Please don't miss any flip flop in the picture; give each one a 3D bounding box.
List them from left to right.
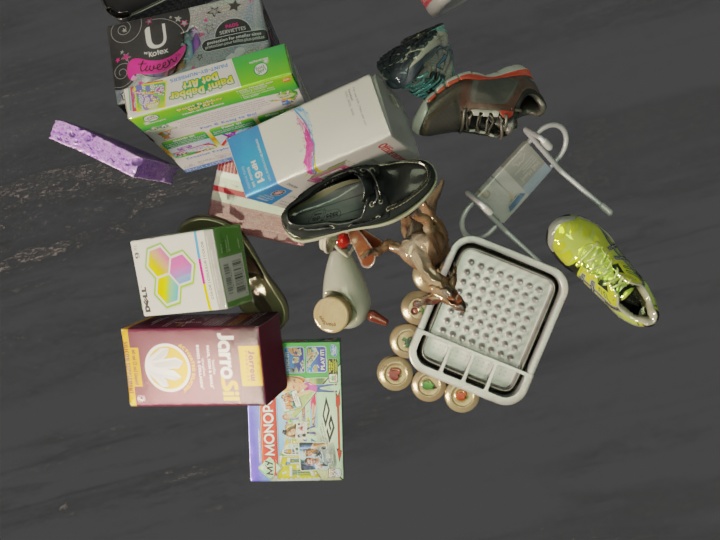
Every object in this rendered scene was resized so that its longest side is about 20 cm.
[{"bbox_3d":[-0.175,0.007,1.133,0.081,0.058,0.200,-33,97,21],"label":"flip flop"}]

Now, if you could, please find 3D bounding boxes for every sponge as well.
[{"bbox_3d":[-0.310,-0.149,1.058,0.111,0.200,0.030,24,93,-1],"label":"sponge"}]

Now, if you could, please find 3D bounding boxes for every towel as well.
[{"bbox_3d":[-0.125,-0.144,1.143,0.144,0.023,0.200,13,94,2],"label":"towel"}]

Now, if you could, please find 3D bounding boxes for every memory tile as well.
[{"bbox_3d":[0.121,0.091,1.159,0.153,0.017,0.200,19,95,0],"label":"memory tile"}]

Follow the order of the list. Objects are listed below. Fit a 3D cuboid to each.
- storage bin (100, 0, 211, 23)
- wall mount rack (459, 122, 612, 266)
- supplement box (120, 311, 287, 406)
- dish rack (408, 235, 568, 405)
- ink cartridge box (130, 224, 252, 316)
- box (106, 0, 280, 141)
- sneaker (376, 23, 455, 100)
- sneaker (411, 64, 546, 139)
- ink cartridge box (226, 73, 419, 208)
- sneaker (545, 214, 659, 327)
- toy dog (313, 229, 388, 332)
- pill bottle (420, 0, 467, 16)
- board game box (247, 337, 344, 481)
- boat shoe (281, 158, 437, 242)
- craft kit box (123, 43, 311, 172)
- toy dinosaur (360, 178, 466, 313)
[{"bbox_3d":[-0.254,-0.419,1.086,0.200,0.094,0.135,-24,94,4],"label":"storage bin"},{"bbox_3d":[0.239,-0.093,1.115,0.200,0.075,0.174,-48,124,6],"label":"wall mount rack"},{"bbox_3d":[-0.210,0.120,1.115,0.200,0.086,0.111,-3,99,14],"label":"supplement box"},{"bbox_3d":[0.173,0.066,1.125,0.171,0.044,0.200,22,95,1],"label":"dish rack"},{"bbox_3d":[-0.246,0.002,1.098,0.200,0.059,0.104,-5,97,30],"label":"ink cartridge box"},{"bbox_3d":[-0.205,-0.262,1.068,0.200,0.132,0.115,-13,77,3],"label":"box"},{"bbox_3d":[0.086,-0.255,1.045,0.078,0.200,0.086,-18,108,28],"label":"sneaker"},{"bbox_3d":[0.161,-0.207,1.060,0.200,0.077,0.082,-24,64,-23],"label":"sneaker"},{"bbox_3d":[-0.041,-0.155,1.032,0.200,0.145,0.085,-22,82,16],"label":"ink cartridge box"},{"bbox_3d":[0.331,-0.002,1.098,0.200,0.076,0.075,39,97,-15],"label":"sneaker"},{"bbox_3d":[0.000,0.000,1.105,0.096,0.132,0.200,10,117,8],"label":"toy dog"},{"bbox_3d":[0.085,-0.442,1.066,0.109,0.109,0.200,-33,93,4],"label":"pill bottle"},{"bbox_3d":[-0.092,0.198,1.169,0.134,0.029,0.200,-2,95,1],"label":"board game box"},{"bbox_3d":[-0.004,-0.090,0.989,0.199,0.066,0.075,-15,77,4],"label":"boat shoe"},{"bbox_3d":[-0.163,-0.196,1.033,0.200,0.198,0.049,-14,79,4],"label":"craft kit box"},{"bbox_3d":[0.089,-0.028,1.070,0.136,0.200,0.086,43,128,-19],"label":"toy dinosaur"}]
